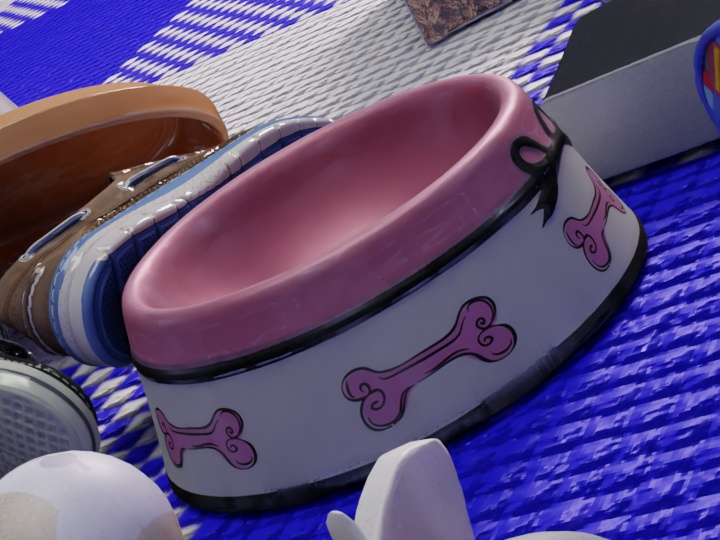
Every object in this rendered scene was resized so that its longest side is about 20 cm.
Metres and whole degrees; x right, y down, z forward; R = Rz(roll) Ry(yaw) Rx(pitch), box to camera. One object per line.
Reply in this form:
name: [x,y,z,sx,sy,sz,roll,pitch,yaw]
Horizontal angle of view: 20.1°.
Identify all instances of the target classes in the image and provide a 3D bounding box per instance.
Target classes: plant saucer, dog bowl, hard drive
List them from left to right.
plant saucer: [-0.162,-0.040,1.015,0.200,0.032,0.200,-24,-13,-6]
dog bowl: [0.000,0.000,0.747,0.200,0.074,0.200,-27,18,10]
hard drive: [0.167,-0.102,0.818,0.199,0.042,0.135,-21,20,24]

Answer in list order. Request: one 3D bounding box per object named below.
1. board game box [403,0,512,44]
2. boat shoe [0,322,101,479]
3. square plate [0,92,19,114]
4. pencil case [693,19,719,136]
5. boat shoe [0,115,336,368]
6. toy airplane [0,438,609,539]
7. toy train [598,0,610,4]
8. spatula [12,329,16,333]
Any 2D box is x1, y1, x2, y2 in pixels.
board game box: [0.079,-0.233,1.222,0.159,0.097,0.200,-28,17,5]
boat shoe: [-0.158,0.054,0.846,0.062,0.075,0.200,-46,18,-27]
square plate: [-0.249,-0.018,1.044,0.198,0.028,0.200,-48,-18,-4]
pencil case: [0.209,-0.096,0.679,0.200,0.078,0.087,-34,26,-15]
boat shoe: [-0.075,-0.021,0.857,0.072,0.073,0.200,7,21,33]
toy airplane: [-0.026,0.091,0.425,0.200,0.141,0.199,-31,17,-4]
toy train: [0.169,-0.189,0.995,0.114,0.087,0.200,-28,18,36]
spatula: [-0.106,0.000,0.990,0.200,0.021,0.057,-6,41,46]
